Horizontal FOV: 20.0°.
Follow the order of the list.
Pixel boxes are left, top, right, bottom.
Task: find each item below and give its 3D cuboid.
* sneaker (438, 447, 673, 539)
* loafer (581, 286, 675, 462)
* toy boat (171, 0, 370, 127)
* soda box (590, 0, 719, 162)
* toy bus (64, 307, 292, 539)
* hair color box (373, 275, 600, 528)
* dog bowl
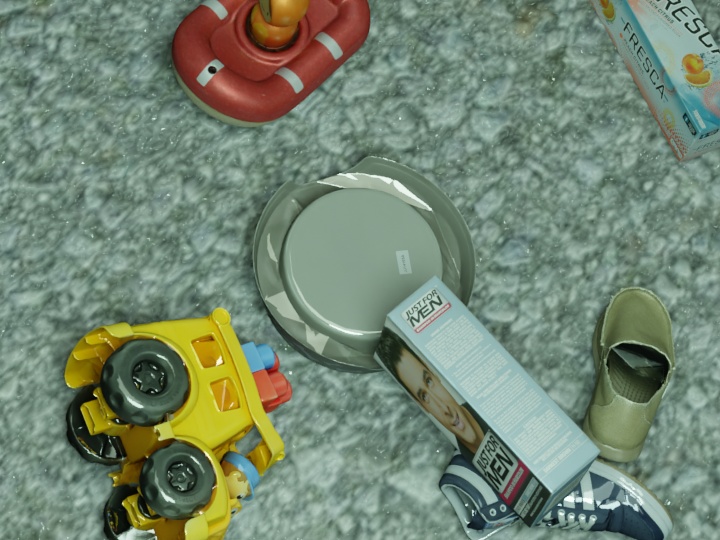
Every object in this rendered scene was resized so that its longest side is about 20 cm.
[{"bbox_3d":[0.162,0.203,1.749,0.200,0.070,0.109,31,63,9],"label":"sneaker"},{"bbox_3d":[0.243,0.081,1.788,0.076,0.068,0.200,20,44,-6],"label":"loafer"},{"bbox_3d":[-0.079,-0.226,1.842,0.130,0.131,0.200,42,67,8],"label":"toy boat"},{"bbox_3d":[0.293,-0.209,1.937,0.063,0.068,0.201,-21,73,-17],"label":"soda box"},{"bbox_3d":[-0.131,0.134,1.703,0.191,0.136,0.201,-13,73,-32],"label":"toy bus"},{"bbox_3d":[0.102,0.110,1.691,0.061,0.099,0.200,-37,75,-20],"label":"hair color box"},{"bbox_3d":[0.000,0.000,1.807,0.199,0.059,0.201,4,69,-9],"label":"dog bowl"}]
